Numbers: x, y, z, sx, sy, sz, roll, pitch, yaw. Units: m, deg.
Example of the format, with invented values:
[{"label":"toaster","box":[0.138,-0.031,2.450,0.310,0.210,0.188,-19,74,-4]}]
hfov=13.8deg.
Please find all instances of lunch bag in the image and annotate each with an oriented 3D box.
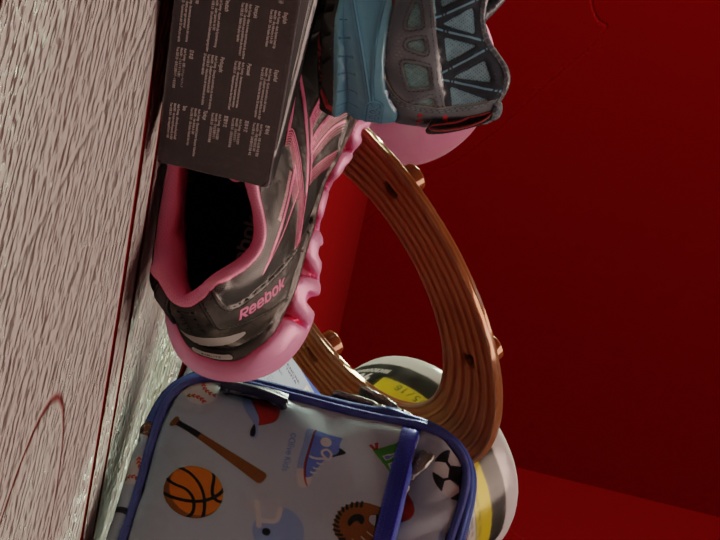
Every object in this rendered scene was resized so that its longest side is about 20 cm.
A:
[{"label":"lunch bag","box":[-0.031,0.140,1.273,0.076,0.159,0.201,102,3,-57]}]

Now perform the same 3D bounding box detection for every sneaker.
[{"label":"sneaker","box":[-0.045,-0.060,1.215,0.095,0.078,0.201,43,54,-65]},{"label":"sneaker","box":[0.045,-0.147,1.207,0.079,0.095,0.201,104,0,-78]}]

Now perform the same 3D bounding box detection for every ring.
[{"label":"ring","box":[0.000,0.000,1.333,0.019,0.200,0.201,-32,154,-27]}]

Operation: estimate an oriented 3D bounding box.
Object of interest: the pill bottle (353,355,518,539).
[{"label":"pill bottle","box":[-0.024,0.134,1.416,0.200,0.114,0.115,-36,149,-41]}]

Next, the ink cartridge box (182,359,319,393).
[{"label":"ink cartridge box","box":[-0.047,0.088,1.572,0.120,0.042,0.200,59,16,-17]}]

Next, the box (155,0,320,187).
[{"label":"box","box":[-0.030,-0.153,1.094,0.200,0.049,0.158,102,1,-55]}]

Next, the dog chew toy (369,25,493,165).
[{"label":"dog chew toy","box":[0.017,-0.140,1.793,0.200,0.124,0.125,70,33,-72]}]
